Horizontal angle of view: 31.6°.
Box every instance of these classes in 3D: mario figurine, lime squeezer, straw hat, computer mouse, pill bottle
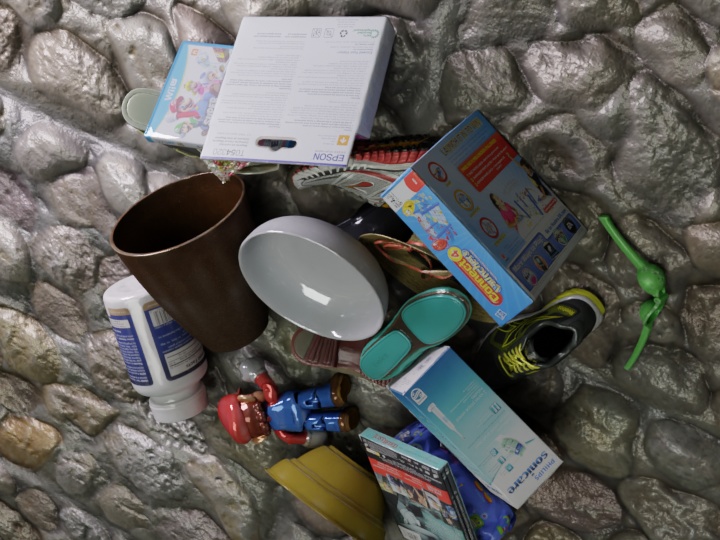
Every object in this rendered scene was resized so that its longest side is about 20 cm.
[{"bbox_3d":[-0.103,0.184,1.775,0.200,0.106,0.124,-6,74,18],"label":"mario figurine"},{"bbox_3d":[0.325,0.032,1.490,0.071,0.038,0.200,-2,113,28],"label":"lime squeezer"},{"bbox_3d":[0.105,-0.024,1.541,0.201,0.085,0.201,27,166,8],"label":"straw hat"},{"bbox_3d":[0.000,0.000,1.634,0.200,0.046,0.140,-30,97,34],"label":"computer mouse"},{"bbox_3d":[-0.280,0.107,1.790,0.111,0.111,0.200,-5,111,29],"label":"pill bottle"}]

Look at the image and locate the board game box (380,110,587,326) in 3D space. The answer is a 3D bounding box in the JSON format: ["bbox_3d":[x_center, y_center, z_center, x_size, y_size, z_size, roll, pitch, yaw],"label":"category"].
[{"bbox_3d":[0.144,-0.064,1.437,0.196,0.200,0.056,47,127,0],"label":"board game box"}]

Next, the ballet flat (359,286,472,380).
[{"bbox_3d":[0.073,0.066,1.570,0.067,0.070,0.200,48,130,-1],"label":"ballet flat"}]

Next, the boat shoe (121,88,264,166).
[{"bbox_3d":[-0.206,-0.180,1.644,0.201,0.061,0.072,22,85,0],"label":"boat shoe"}]

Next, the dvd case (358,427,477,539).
[{"bbox_3d":[0.082,0.302,1.663,0.146,0.022,0.200,17,137,44],"label":"dvd case"}]

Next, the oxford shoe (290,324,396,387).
[{"bbox_3d":[0.010,0.111,1.682,0.200,0.075,0.070,16,85,5],"label":"oxford shoe"}]

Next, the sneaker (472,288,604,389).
[{"bbox_3d":[0.203,0.091,1.551,0.074,0.085,0.200,49,125,-1],"label":"sneaker"}]

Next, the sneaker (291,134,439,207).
[{"bbox_3d":[0.006,-0.112,1.558,0.200,0.078,0.082,-1,113,28],"label":"sneaker"}]

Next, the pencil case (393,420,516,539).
[{"bbox_3d":[0.123,0.282,1.689,0.087,0.078,0.200,-39,93,33],"label":"pencil case"}]

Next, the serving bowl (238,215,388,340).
[{"bbox_3d":[-0.049,0.000,1.580,0.200,0.066,0.200,21,146,15],"label":"serving bowl"}]

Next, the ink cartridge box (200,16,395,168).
[{"bbox_3d":[-0.073,-0.206,1.500,0.196,0.200,0.043,6,161,25],"label":"ink cartridge box"}]

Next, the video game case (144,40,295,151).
[{"bbox_3d":[-0.156,-0.211,1.568,0.200,0.143,0.018,10,160,24],"label":"video game case"}]

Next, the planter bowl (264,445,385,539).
[{"bbox_3d":[-0.027,0.298,1.744,0.200,0.200,0.083,36,84,8],"label":"planter bowl"}]

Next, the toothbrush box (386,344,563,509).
[{"bbox_3d":[0.137,0.189,1.578,0.085,0.146,0.200,-44,93,-6],"label":"toothbrush box"}]

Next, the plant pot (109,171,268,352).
[{"bbox_3d":[-0.201,0.003,1.675,0.187,0.187,0.200,-4,126,28],"label":"plant pot"}]

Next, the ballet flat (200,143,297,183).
[{"bbox_3d":[-0.100,-0.159,1.580,0.200,0.076,0.064,-15,114,13],"label":"ballet flat"}]
